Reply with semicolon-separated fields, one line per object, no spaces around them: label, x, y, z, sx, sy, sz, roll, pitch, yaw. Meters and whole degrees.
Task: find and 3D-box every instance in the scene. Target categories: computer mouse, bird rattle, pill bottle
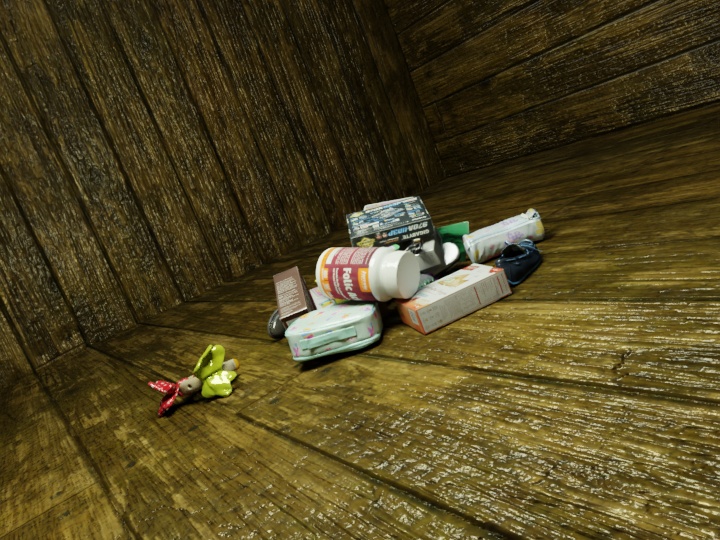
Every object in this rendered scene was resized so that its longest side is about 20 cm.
computer mouse;0.074;0.007;1.348;0.200;0.044;0.110;-46;1;0
bird rattle;-0.351;0.248;1.310;0.200;0.113;0.163;-32;-5;20
pill bottle;0.016;0.008;1.251;0.200;0.114;0.114;1;22;35

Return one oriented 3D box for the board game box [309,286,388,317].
board game box;-0.032;0.075;1.432;0.153;0.040;0.200;-20;25;-5

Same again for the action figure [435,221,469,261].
action figure;0.176;-0.074;1.545;0.200;0.118;0.055;-3;28;-3

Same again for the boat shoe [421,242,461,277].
boat shoe;0.165;0.001;1.510;0.200;0.072;0.068;-34;-26;7

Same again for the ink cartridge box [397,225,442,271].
ink cartridge box;0.103;-0.031;1.479;0.200;0.050;0.109;-21;30;22

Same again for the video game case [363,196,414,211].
video game case;0.072;-0.140;1.586;0.143;0.018;0.200;-9;28;12

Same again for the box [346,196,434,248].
box;0.068;-0.115;1.469;0.200;0.046;0.159;-15;27;1

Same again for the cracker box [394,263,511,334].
cracker box;0.184;0.053;1.206;0.200;0.058;0.134;-23;10;-12

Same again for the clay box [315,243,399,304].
clay box;0.000;0.000;1.425;0.200;0.048;0.115;-35;28;-12

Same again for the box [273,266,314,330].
box;-0.155;0.086;1.439;0.075;0.100;0.200;-22;31;1

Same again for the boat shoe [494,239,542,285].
boat shoe;0.341;-0.030;1.277;0.084;0.069;0.200;-16;11;28

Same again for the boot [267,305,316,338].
boot;-0.124;0.114;1.522;0.200;0.069;0.174;-37;25;-33

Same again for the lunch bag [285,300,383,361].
lunch bag;-0.055;0.127;1.244;0.200;0.077;0.160;-16;11;8

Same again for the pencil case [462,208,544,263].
pencil case;0.356;-0.084;1.482;0.200;0.083;0.091;-22;-12;4

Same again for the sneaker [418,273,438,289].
sneaker;0.138;0.037;1.353;0.087;0.075;0.200;-15;10;8
